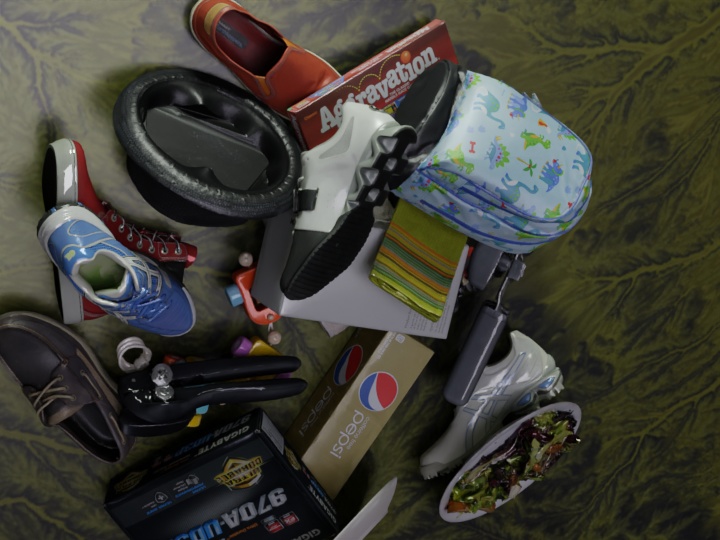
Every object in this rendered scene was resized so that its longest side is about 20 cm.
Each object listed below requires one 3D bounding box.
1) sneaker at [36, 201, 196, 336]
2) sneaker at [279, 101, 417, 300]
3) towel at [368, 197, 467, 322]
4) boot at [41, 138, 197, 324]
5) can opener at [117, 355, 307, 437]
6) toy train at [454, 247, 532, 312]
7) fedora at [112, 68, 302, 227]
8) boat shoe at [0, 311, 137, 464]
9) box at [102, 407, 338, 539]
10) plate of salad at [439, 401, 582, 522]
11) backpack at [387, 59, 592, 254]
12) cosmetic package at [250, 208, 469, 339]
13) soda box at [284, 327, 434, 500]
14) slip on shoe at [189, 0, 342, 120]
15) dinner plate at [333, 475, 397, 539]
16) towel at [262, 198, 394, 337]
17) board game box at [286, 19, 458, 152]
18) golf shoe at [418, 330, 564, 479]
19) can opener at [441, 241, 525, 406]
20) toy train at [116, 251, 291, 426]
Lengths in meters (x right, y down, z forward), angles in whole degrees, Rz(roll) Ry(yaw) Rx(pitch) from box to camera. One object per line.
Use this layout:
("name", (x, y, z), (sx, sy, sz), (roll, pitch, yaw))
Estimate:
("sneaker", (-0.229, 0.017, 1.378), (0.076, 0.077, 0.200), (-44, 134, 9))
("sneaker", (-0.031, -0.068, 1.376), (0.200, 0.088, 0.074), (-59, 153, 6))
("towel", (0.073, -0.047, 1.462), (0.086, 0.018, 0.200), (33, 54, -16))
("boot", (-0.235, -0.047, 1.422), (0.144, 0.072, 0.201), (-11, 126, -16))
("can opener", (-0.151, 0.116, 1.467), (0.199, 0.079, 0.064), (-12, 68, -21))
("toy train", (0.127, -0.003, 1.596), (0.200, 0.034, 0.046), (-37, 111, -6))
("fedora", (-0.157, -0.104, 1.414), (0.200, 0.201, 0.092), (13, 138, -23))
("boat shoe", (-0.294, 0.119, 1.448), (0.074, 0.073, 0.200), (-36, 117, 19))
("box", (-0.147, 0.251, 1.529), (0.199, 0.046, 0.159), (-27, 116, 15))
("plate of salad", (0.176, 0.225, 1.627), (0.200, 0.048, 0.200), (-28, 148, -19))
("backpack", (0.134, -0.104, 1.441), (0.200, 0.154, 0.163), (42, 57, -20))
("cosmetic package", (0.000, 0.000, 1.481), (0.199, 0.085, 0.108), (11, 98, -27))
("soda box", (-0.009, 0.146, 1.573), (0.064, 0.068, 0.200), (32, 94, -25))
("slip on shoe", (-0.083, -0.203, 1.444), (0.200, 0.061, 0.074), (35, 90, -27))
("dinner plate", (-0.024, 0.301, 1.554), (0.200, 0.200, 0.024), (-45, 83, -2))
("towel", (-0.023, -0.040, 1.530), (0.132, 0.034, 0.200), (-32, 114, -7))
("board game box", (0.023, -0.168, 1.485), (0.200, 0.019, 0.103), (-34, 121, -22))
("golf shoe", (0.132, 0.151, 1.638), (0.200, 0.078, 0.097), (-39, 90, -4))
("can opener", (0.127, 0.046, 1.573), (0.067, 0.053, 0.201), (25, 100, 5))
("toy train", (-0.154, 0.073, 1.510), (0.199, 0.056, 0.151), (-29, 111, -12))
